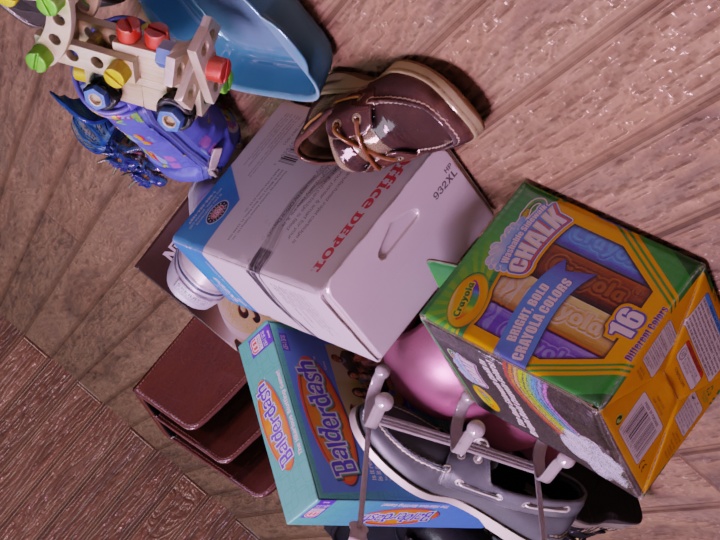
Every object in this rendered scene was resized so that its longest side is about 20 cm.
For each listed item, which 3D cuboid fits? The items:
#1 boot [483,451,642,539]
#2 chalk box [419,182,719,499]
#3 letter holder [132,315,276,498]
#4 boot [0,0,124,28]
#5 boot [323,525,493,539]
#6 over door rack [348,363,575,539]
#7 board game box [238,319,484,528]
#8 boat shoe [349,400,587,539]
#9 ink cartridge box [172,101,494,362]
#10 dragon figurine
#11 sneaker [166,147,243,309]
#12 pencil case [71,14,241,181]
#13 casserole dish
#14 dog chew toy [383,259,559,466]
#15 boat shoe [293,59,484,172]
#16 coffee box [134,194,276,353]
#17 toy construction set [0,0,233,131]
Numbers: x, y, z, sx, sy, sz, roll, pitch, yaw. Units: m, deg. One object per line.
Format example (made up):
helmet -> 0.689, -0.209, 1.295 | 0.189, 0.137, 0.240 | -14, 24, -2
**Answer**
boot -> 0.131, 0.207, 1.627 | 0.203, 0.153, 0.074 | 20, -131, -53
chalk box -> 0.133, 0.037, 1.301 | 0.199, 0.124, 0.125 | 29, 162, 37
letter holder -> -0.087, 0.092, 1.811 | 0.142, 0.200, 0.101 | 31, 162, 28
boot -> -0.281, -0.259, 1.541 | 0.181, 0.073, 0.200 | 30, 175, -18
boot -> 0.054, 0.240, 1.619 | 0.168, 0.076, 0.200 | 52, 154, 14
over door rack -> 0.069, 0.146, 1.324 | 0.147, 0.200, 0.067 | 17, 124, -5
board game box -> 0.013, 0.121, 1.490 | 0.199, 0.153, 0.045 | 8, 144, -40
boat shoe -> 0.083, 0.142, 1.446 | 0.199, 0.062, 0.073 | 32, -148, -19
ink cartridge box -> -0.022, -0.033, 1.421 | 0.200, 0.145, 0.084 | 19, 155, 51
dragon figurine -> -0.229, -0.143, 1.680 | 0.199, 0.100, 0.059 | 31, 162, 30
sneaker -> -0.103, -0.046, 1.596 | 0.073, 0.201, 0.071 | 34, 123, -18
pencil case -> -0.158, -0.129, 1.531 | 0.087, 0.078, 0.200 | 52, -178, 21
casserole dish -> -0.089, -0.178, 1.378 | 0.121, 0.039, 0.200 | 50, 161, -30
dog chew toy -> 0.111, 0.081, 1.490 | 0.200, 0.125, 0.124 | 38, 167, -26
boat shoe -> 0.012, -0.094, 1.311 | 0.072, 0.072, 0.200 | 47, 163, -25
coffee box -> -0.085, 0.013, 1.719 | 0.200, 0.113, 0.080 | 39, -171, 2
toy construction set -> -0.162, -0.166, 1.365 | 0.199, 0.092, 0.132 | 29, 141, 26
